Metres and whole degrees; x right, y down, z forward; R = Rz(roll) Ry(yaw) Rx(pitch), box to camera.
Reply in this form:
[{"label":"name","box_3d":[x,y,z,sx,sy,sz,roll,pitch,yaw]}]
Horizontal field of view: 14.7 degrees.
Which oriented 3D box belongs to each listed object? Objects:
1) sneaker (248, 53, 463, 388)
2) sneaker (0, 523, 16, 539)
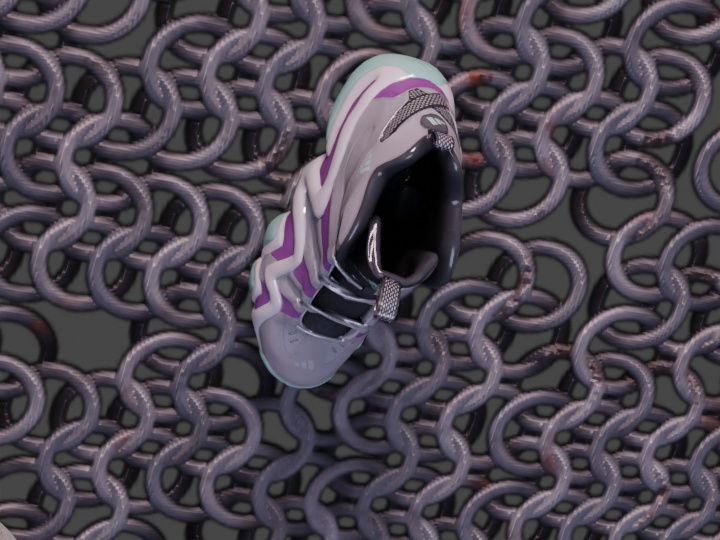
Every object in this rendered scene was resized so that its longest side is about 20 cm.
[{"label":"sneaker","box_3d":[0.000,0.000,1.446,0.078,0.140,0.200,11,117,-17]},{"label":"sneaker","box_3d":[-0.290,0.150,1.518,0.200,0.075,0.105,32,105,-29]}]
